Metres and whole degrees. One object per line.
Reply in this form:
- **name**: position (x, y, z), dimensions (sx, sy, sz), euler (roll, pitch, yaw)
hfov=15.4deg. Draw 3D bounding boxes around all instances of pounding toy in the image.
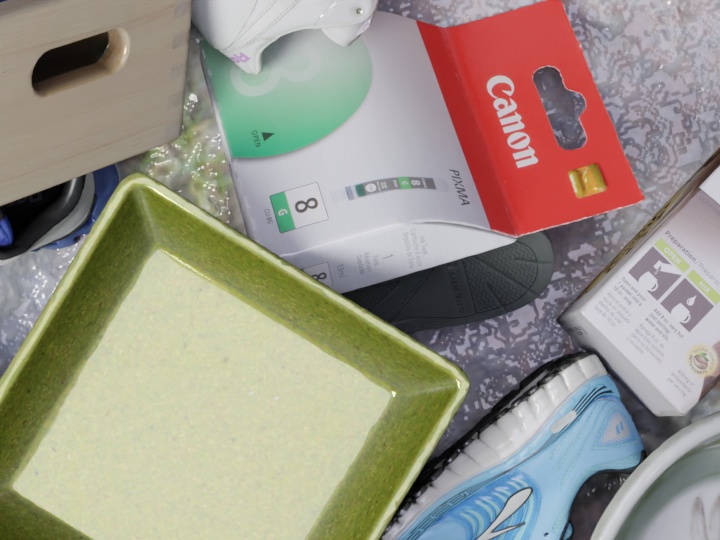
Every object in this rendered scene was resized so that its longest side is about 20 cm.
- **pounding toy**: position (-0.187, -0.147, 1.341), dimensions (0.184, 0.200, 0.143), euler (27, 124, 33)

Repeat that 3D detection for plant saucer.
- **plant saucer**: position (0.182, 0.157, 1.392), dimensions (0.199, 0.050, 0.201), euler (-11, 112, -28)
- **plant saucer**: position (-0.079, 0.085, 1.324), dimensions (0.199, 0.048, 0.200), euler (32, 91, -1)

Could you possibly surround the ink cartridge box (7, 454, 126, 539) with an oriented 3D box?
- **ink cartridge box**: position (-0.199, 0.129, 1.388), dimensions (0.199, 0.084, 0.147), euler (7, 87, -2)

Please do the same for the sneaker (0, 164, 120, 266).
- **sneaker**: position (-0.223, -0.026, 1.381), dimensions (0.199, 0.115, 0.081), euler (-24, 87, -3)

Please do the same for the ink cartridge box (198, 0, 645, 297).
- **ink cartridge box**: position (0.028, -0.076, 1.387), dimensions (0.199, 0.050, 0.161), euler (-17, 51, -1)

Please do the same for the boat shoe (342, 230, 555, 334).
- **boat shoe**: position (0.001, -0.001, 1.417), dimensions (0.201, 0.065, 0.075), euler (-14, 124, 1)

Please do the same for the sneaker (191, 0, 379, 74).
- **sneaker**: position (-0.003, -0.178, 1.372), dimensions (0.200, 0.075, 0.100), euler (-32, 112, 8)

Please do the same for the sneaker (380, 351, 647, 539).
- **sneaker**: position (0.069, 0.134, 1.402), dimensions (0.200, 0.078, 0.090), euler (-40, 92, -3)

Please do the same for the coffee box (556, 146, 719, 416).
- **coffee box**: position (0.203, -0.021, 1.397), dimensions (0.080, 0.113, 0.200), euler (44, 87, 1)
